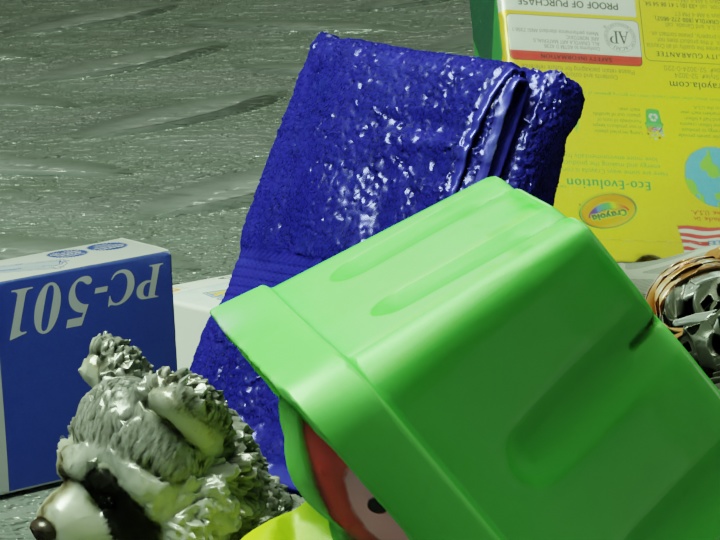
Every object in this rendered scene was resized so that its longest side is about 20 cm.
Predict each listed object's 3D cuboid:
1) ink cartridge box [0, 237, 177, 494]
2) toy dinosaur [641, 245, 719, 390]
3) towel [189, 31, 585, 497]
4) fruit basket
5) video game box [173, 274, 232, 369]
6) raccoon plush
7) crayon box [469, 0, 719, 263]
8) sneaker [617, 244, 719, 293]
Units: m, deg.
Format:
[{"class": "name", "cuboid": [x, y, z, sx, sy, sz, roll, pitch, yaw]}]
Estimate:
[{"class": "ink cartridge box", "cuboid": [-0.173, 0.049, 1.243, 0.200, 0.094, 0.044, -11, 14, -35]}, {"class": "toy dinosaur", "cuboid": [0.133, 0.034, 1.093, 0.102, 0.200, 0.136, 17, 22, -26]}, {"class": "towel", "cuboid": [0.000, 0.000, 1.191, 0.147, 0.201, 0.050, 12, -13, 39]}, {"class": "fruit basket", "cuboid": [0.019, 0.099, 0.815, 0.215, 0.216, 0.156, -5, 11, -12]}, {"class": "video game box", "cuboid": [0.019, 0.029, 1.415, 0.182, 0.047, 0.200, -13, 16, -39]}, {"class": "raccoon plush", "cuboid": [-0.022, 0.078, 0.962, 0.097, 0.134, 0.200, 5, 14, 39]}, {"class": "crayon box", "cuboid": [0.124, -0.064, 1.402, 0.127, 0.201, 0.051, 3, -26, -13]}, {"class": "sneaker", "cuboid": [0.063, -0.001, 1.251, 0.200, 0.116, 0.076, -20, -1, -5]}]
